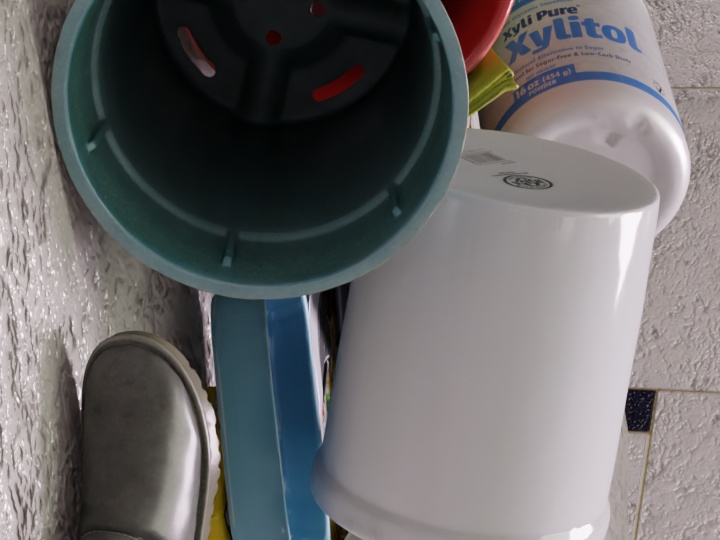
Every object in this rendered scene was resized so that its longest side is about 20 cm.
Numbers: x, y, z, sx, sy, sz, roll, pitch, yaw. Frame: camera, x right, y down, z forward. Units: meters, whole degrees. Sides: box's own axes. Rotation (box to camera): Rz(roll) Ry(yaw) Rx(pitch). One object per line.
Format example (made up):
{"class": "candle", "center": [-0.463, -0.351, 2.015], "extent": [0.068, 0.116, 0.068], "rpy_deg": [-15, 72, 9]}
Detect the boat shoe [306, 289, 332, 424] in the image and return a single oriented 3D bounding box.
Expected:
{"class": "boat shoe", "center": [-0.045, 0.012, 1.443], "extent": [0.066, 0.069, 0.201], "rpy_deg": [-37, 123, -85]}

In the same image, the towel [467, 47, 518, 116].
{"class": "towel", "center": [0.037, -0.114, 1.436], "extent": [0.018, 0.086, 0.200], "rpy_deg": [49, 4, -21]}

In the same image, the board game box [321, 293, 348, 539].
{"class": "board game box", "center": [-0.035, 0.082, 1.536], "extent": [0.126, 0.034, 0.201], "rpy_deg": [8, 78, -79]}

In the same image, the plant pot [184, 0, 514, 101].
{"class": "plant pot", "center": [-0.009, -0.196, 1.418], "extent": [0.177, 0.199, 0.202], "rpy_deg": [-93, 176, -77]}

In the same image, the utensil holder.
{"class": "utensil holder", "center": [0.070, 0.039, 1.304], "extent": [0.170, 0.169, 0.201], "rpy_deg": [-57, 159, -71]}

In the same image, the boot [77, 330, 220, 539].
{"class": "boot", "center": [-0.122, 0.131, 1.060], "extent": [0.200, 0.072, 0.183], "rpy_deg": [-26, 109, -70]}

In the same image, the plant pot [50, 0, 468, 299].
{"class": "plant pot", "center": [-0.045, -0.114, 1.220], "extent": [0.196, 0.199, 0.201], "rpy_deg": [-86, 168, -69]}

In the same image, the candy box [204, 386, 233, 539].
{"class": "candy box", "center": [-0.065, 0.172, 1.388], "extent": [0.103, 0.026, 0.201], "rpy_deg": [-87, 167, -47]}

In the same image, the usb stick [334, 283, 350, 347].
{"class": "usb stick", "center": [0.000, 0.000, 1.428], "extent": [0.201, 0.032, 0.056], "rpy_deg": [88, 7, -49]}

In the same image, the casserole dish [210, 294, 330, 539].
{"class": "casserole dish", "center": [-0.051, 0.084, 1.335], "extent": [0.121, 0.039, 0.201], "rpy_deg": [3, 80, -80]}

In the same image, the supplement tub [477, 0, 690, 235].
{"class": "supplement tub", "center": [0.142, -0.111, 1.590], "extent": [0.200, 0.131, 0.132], "rpy_deg": [-96, 175, -54]}

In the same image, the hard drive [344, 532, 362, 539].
{"class": "hard drive", "center": [0.009, 0.201, 1.582], "extent": [0.132, 0.026, 0.200], "rpy_deg": [-61, 168, 3]}
